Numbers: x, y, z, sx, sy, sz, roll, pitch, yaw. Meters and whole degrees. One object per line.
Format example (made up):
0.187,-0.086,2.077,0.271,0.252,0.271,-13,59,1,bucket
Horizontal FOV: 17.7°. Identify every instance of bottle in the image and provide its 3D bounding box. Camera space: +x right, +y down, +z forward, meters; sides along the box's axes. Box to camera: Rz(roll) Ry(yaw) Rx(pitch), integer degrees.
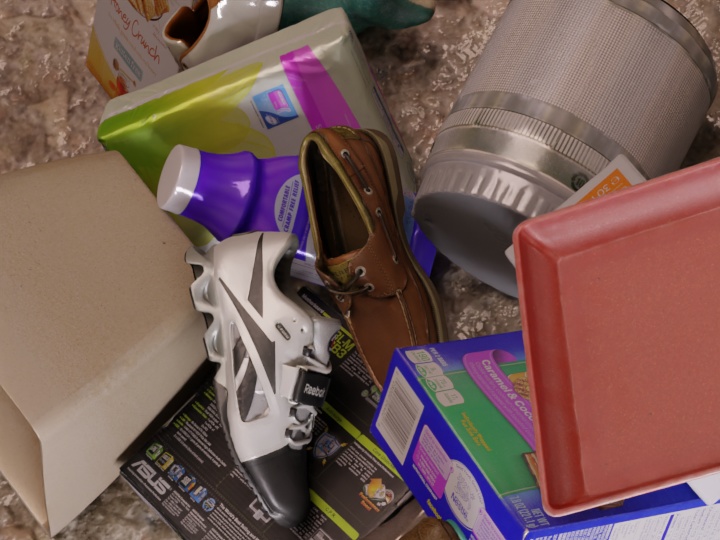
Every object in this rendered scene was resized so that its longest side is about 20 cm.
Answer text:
-0.044,-0.038,1.634,0.065,0.200,0.084,-15,60,66,bottle

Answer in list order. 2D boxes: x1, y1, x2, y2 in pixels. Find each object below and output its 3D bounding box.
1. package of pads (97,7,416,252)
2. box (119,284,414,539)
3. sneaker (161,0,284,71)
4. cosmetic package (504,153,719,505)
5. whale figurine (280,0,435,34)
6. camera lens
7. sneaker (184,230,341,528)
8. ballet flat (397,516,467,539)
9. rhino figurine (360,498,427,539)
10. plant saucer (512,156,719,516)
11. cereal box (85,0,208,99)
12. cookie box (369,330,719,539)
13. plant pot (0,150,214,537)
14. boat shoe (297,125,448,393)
-0.072,-0.084,1.702,0.199,0.155,0.068,-20,30,9,package of pads
-0.041,0.133,1.610,0.193,0.048,0.200,-44,50,-11,box
-0.111,-0.154,1.741,0.084,0.200,0.073,5,39,-9,sneaker
0.186,0.033,1.418,0.101,0.071,0.200,-41,51,4,cosmetic package
-0.037,-0.205,1.779,0.200,0.159,0.104,21,92,43,whale figurine
0.144,-0.095,1.602,0.160,0.160,0.200,15,66,32,camera lens
-0.051,0.069,1.541,0.088,0.074,0.201,-16,85,12,sneaker
0.031,0.217,1.415,0.072,0.200,0.068,-24,63,-13,ballet flat
0.047,0.180,1.509,0.200,0.087,0.060,-40,51,-4,rhino figurine
0.193,0.035,1.342,0.200,0.037,0.200,-19,56,22,plant saucer
-0.157,-0.207,1.809,0.039,0.200,0.144,-10,41,-30,cereal box
0.135,0.116,1.452,0.199,0.075,0.171,-7,42,-31,cookie box
-0.206,0.035,1.645,0.177,0.200,0.200,-33,71,-20,plant pot
0.000,0.000,1.565,0.072,0.068,0.201,-26,76,34,boat shoe
